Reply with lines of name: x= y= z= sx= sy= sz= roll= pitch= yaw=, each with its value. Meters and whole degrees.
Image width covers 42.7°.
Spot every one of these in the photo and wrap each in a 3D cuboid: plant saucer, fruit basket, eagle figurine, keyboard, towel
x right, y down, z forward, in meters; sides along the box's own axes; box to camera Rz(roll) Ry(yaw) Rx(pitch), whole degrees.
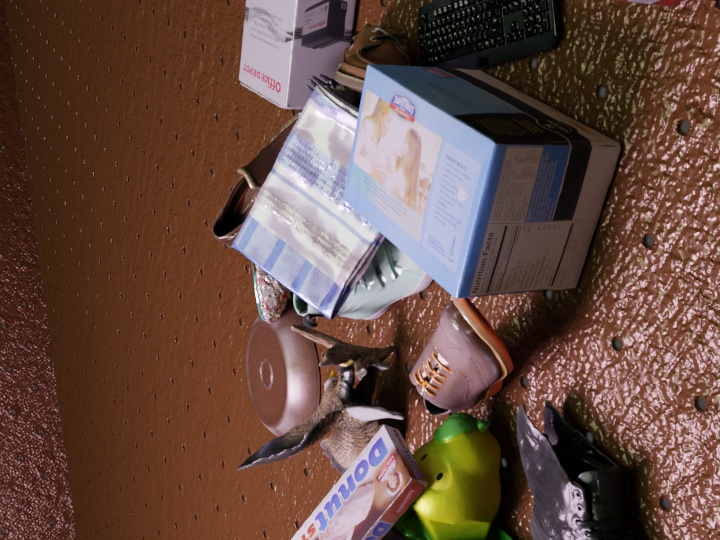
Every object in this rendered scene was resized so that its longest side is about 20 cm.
plant saucer: x=-0.116 y=0.141 z=1.270 sx=0.200 sy=0.036 sz=0.203 roll=12 pitch=103 yaw=60
fruit basket: x=0.068 y=0.241 z=0.870 sx=0.216 sy=0.154 sz=0.217 roll=49 pitch=151 yaw=39
eagle figurine: x=-0.030 y=0.168 z=1.029 sx=0.151 sy=0.151 sz=0.202 roll=28 pitch=109 yaw=14
keyboard: x=0.101 y=-0.238 z=0.837 sx=0.199 sy=0.039 sz=0.106 roll=2 pitch=96 yaw=59
towel: x=-0.035 y=-0.069 z=0.930 sx=0.146 sy=0.024 sz=0.201 roll=36 pitch=107 yaw=15

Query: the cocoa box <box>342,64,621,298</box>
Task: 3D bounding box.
cocoa box: x=0.092 y=-0.082 z=0.781 sx=0.200 sy=0.130 sz=0.135 roll=44 pitch=130 yaw=49

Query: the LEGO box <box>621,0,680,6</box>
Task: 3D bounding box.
LEGO box: x=0.216 y=-0.295 z=0.592 sx=0.148 sy=0.076 sz=0.203 roll=-17 pitch=79 yaw=60

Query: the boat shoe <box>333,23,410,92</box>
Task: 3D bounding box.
boat shoe: x=0.014 y=-0.211 z=0.916 sx=0.069 sy=0.071 sz=0.200 roll=-66 pitch=18 yaw=13

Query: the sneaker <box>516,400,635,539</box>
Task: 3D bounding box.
sneaker: x=0.185 y=0.199 z=0.725 sx=0.200 sy=0.059 sz=0.105 roll=-133 pitch=43 yaw=-52

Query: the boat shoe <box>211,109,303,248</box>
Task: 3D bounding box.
boat shoe: x=-0.114 y=-0.110 z=1.134 sx=0.075 sy=0.075 sz=0.204 roll=41 pitch=106 yaw=30

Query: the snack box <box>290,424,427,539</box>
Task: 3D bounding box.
snack box: x=-0.016 y=0.243 z=0.868 sx=0.201 sy=0.024 sz=0.072 roll=-53 pitch=37 yaw=17

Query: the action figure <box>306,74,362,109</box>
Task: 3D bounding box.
action figure: x=-0.009 y=-0.134 z=0.984 sx=0.200 sy=0.101 sz=0.120 roll=46 pitch=120 yaw=50

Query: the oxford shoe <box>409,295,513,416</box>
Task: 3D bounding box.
oxford shoe: x=0.082 y=0.083 z=0.792 sx=0.072 sy=0.072 sz=0.201 roll=53 pitch=170 yaw=26

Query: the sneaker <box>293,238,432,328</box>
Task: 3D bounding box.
sneaker: x=0.000 y=0.001 z=0.966 sx=0.201 sy=0.117 sz=0.075 roll=-49 pitch=51 yaw=50

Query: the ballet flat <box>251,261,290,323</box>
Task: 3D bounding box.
ballet flat: x=-0.114 y=-0.033 z=1.215 sx=0.063 sy=0.076 sz=0.203 roll=-9 pitch=88 yaw=16

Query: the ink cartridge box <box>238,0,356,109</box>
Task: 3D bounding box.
ink cartridge box: x=-0.074 y=-0.306 z=1.088 sx=0.145 sy=0.083 sz=0.203 roll=38 pitch=125 yaw=52
